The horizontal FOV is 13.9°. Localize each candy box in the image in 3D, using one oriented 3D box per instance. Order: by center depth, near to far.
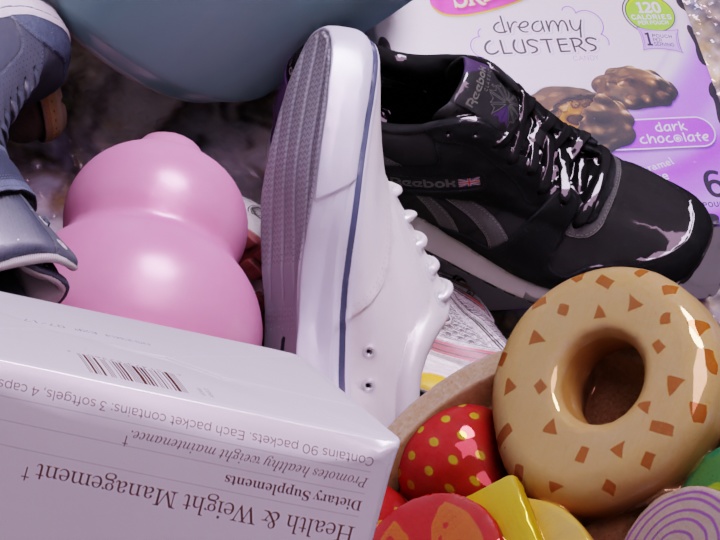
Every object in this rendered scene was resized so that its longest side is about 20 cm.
[{"bbox_3d":[0.077,-0.083,1.404,0.167,0.072,0.200,-4,59,-21],"label":"candy box"}]

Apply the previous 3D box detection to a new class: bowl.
[{"bbox_3d":[-0.077,-0.151,1.320,0.201,0.105,0.201,32,24,-16],"label":"bowl"}]

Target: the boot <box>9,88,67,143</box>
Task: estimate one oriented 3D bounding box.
[{"bbox_3d":[-0.247,-0.098,1.317,0.166,0.072,0.200,-37,78,-21],"label":"boot"}]

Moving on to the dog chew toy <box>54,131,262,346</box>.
[{"bbox_3d":[-0.096,0.034,1.216,0.124,0.125,0.200,14,62,-10],"label":"dog chew toy"}]

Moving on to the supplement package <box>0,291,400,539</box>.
[{"bbox_3d":[-0.115,0.121,1.057,0.191,0.147,0.200,12,97,-17],"label":"supplement package"}]

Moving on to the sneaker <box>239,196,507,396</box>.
[{"bbox_3d":[0.006,0.031,1.307,0.200,0.078,0.082,36,43,-1],"label":"sneaker"}]

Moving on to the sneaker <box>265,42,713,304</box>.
[{"bbox_3d":[0.058,-0.046,1.271,0.200,0.088,0.076,15,57,1],"label":"sneaker"}]

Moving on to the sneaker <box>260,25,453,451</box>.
[{"bbox_3d":[0.000,0.000,1.227,0.071,0.073,0.200,2,93,-21],"label":"sneaker"}]

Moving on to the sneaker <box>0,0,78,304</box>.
[{"bbox_3d":[-0.154,-0.039,1.197,0.146,0.077,0.202,52,27,11],"label":"sneaker"}]

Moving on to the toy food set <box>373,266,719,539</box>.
[{"bbox_3d":[0.070,0.105,1.126,0.200,0.049,0.198,-28,50,10],"label":"toy food set"}]
